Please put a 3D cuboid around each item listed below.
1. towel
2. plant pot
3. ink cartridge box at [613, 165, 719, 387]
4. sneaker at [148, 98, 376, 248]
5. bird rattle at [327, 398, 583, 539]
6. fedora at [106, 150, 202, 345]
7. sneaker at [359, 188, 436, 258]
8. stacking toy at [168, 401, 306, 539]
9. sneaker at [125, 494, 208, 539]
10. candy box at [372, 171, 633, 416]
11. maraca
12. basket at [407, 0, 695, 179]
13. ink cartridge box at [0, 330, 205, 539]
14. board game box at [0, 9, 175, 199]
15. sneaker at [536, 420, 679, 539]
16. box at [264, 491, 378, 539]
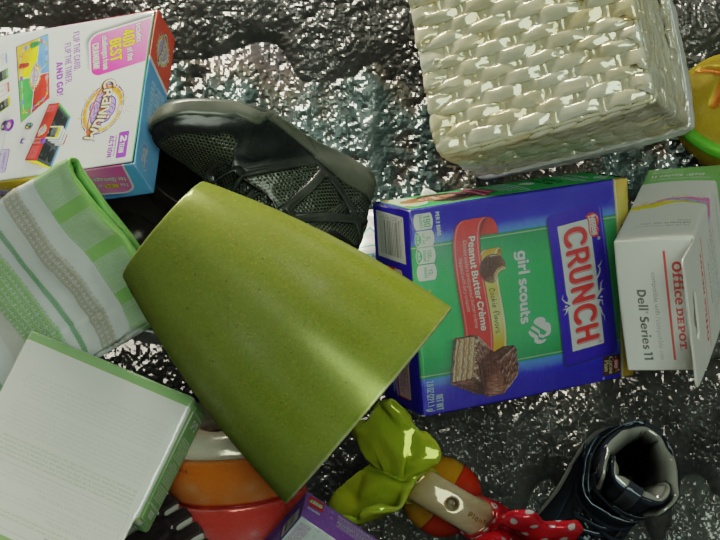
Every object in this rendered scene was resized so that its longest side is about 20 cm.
[{"bbox_3d":[-0.250,0.015,1.610,0.149,0.200,0.031,53,33,-12],"label":"towel"},{"bbox_3d":[-0.068,0.034,1.522,0.200,0.187,0.187,41,77,2],"label":"plant pot"},{"bbox_3d":[0.250,0.004,1.674,0.067,0.200,0.118,-2,112,19],"label":"ink cartridge box"},{"bbox_3d":[-0.077,-0.056,1.601,0.199,0.076,0.115,27,55,-32],"label":"sneaker"},{"bbox_3d":[0.075,0.178,1.647,0.199,0.163,0.113,21,91,-3],"label":"bird rattle"},{"bbox_3d":[-0.168,-0.026,1.680,0.199,0.090,0.178,21,77,-5],"label":"fedora"},{"bbox_3d":[0.000,0.000,1.721,0.200,0.070,0.080,-26,80,-20],"label":"sneaker"},{"bbox_3d":[-0.097,0.207,1.653,0.145,0.146,0.201,-5,100,-10],"label":"stacking toy"},{"bbox_3d":[-0.188,0.216,1.620,0.075,0.116,0.200,-20,57,-37],"label":"sneaker"},{"bbox_3d":[0.118,0.016,1.684,0.199,0.077,0.170,-10,103,-24],"label":"candy box"},{"bbox_3d":[0.356,-0.130,1.774,0.199,0.107,0.137,1,46,-14],"label":"maraca"},{"bbox_3d":[0.148,-0.192,1.693,0.199,0.161,0.199,-13,83,19],"label":"basket"},{"bbox_3d":[-0.224,0.161,1.552,0.145,0.048,0.201,21,75,14],"label":"ink cartridge box"},{"bbox_3d":[-0.252,-0.120,1.638,0.199,0.040,0.154,-7,56,17],"label":"board game box"},{"bbox_3d":[0.183,0.210,1.672,0.077,0.146,0.203,29,78,-5],"label":"sneaker"},{"bbox_3d":[-0.046,0.281,1.608,0.137,0.039,0.200,36,114,-11],"label":"box"}]
